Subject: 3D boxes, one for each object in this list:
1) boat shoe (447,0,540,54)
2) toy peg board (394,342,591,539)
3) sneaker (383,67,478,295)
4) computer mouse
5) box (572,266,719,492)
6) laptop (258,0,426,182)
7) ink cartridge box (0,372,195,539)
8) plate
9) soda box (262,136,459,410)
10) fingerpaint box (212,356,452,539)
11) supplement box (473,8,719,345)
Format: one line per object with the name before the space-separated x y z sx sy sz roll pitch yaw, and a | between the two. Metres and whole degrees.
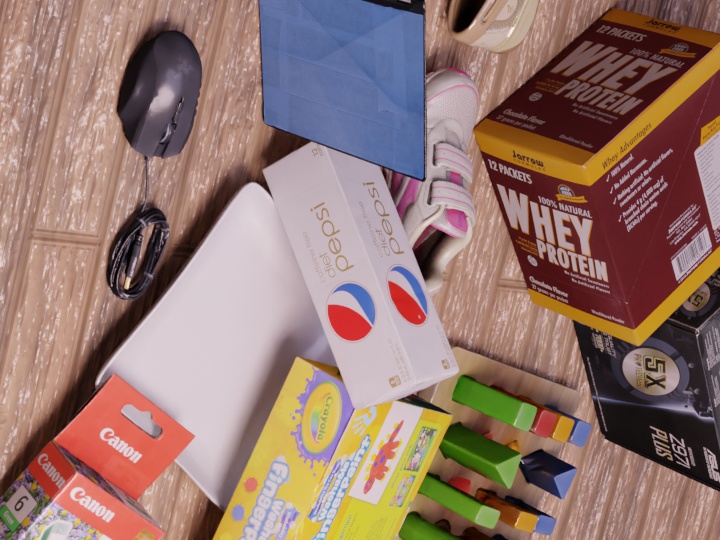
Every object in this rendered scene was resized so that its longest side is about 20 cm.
boat shoe | 0.124 -0.276 1.506 0.064 0.071 0.202 7 102 -45
toy peg board | 0.128 0.192 1.670 0.198 0.097 0.202 21 91 -45
sneaker | 0.061 -0.063 1.516 0.081 0.088 0.202 11 98 -44
computer mouse | -0.149 -0.074 1.355 0.058 0.034 0.202 -3 108 -43
box | 0.292 0.086 1.736 0.086 0.163 0.201 -37 128 -27
laptop | -0.053 -0.170 1.299 0.199 0.187 0.117 27 87 -45
ink cartridge box | -0.206 0.185 1.366 0.200 0.050 0.109 -49 133 -2
plate | -0.099 0.060 1.453 0.201 0.032 0.200 -53 133 -14
soda box | 0.000 0.000 1.419 0.068 0.063 0.202 -9 75 -57
fingerpaint box | -0.029 0.183 1.507 0.166 0.073 0.201 19 96 -60
supplement box | 0.233 -0.085 1.636 0.197 0.132 0.201 -41 129 -24
